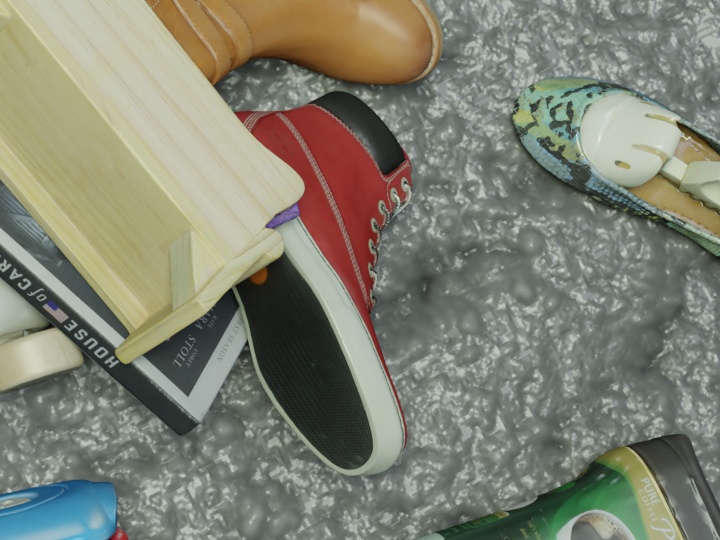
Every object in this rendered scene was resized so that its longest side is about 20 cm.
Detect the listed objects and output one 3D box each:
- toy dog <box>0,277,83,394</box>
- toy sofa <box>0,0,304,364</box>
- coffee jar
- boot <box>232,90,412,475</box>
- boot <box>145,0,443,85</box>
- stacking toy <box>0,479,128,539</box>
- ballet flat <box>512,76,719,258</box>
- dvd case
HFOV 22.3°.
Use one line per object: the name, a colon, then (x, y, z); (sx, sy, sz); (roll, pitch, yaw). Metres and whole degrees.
toy dog: (-0.234, 0.034, 0.936); (0.198, 0.096, 0.133); (0, 83, 4)
toy sofa: (-0.126, -0.066, 0.867); (0.200, 0.083, 0.098); (50, 47, -9)
coffee jar: (0.103, 0.165, 0.967); (0.198, 0.085, 0.105); (-21, 79, -13)
boot: (0.000, 0.000, 0.963); (0.144, 0.072, 0.201); (-17, 78, -47)
boot: (-0.062, -0.123, 0.949); (0.198, 0.155, 0.074); (21, 120, 3)
stacking toy: (-0.157, 0.212, 0.911); (0.109, 0.116, 0.202); (-10, 94, -9)
ballet flat: (0.182, -0.058, 1.029); (0.199, 0.074, 0.075); (25, 77, -6)
dvd case: (-0.128, -0.034, 0.928); (0.200, 0.025, 0.151); (43, 45, -16)
